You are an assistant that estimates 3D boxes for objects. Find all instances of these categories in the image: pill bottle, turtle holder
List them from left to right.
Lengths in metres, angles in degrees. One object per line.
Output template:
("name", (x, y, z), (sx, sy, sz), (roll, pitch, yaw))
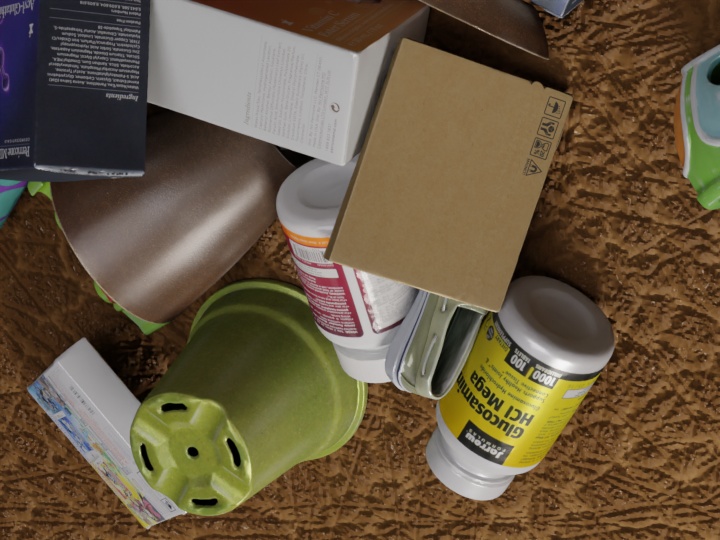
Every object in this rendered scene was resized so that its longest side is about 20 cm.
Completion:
("pill bottle", (0.000, 0.000, 1.672), (0.110, 0.110, 0.200), (5, 134, 25))
("pill bottle", (0.138, 0.111, 1.676), (0.112, 0.112, 0.200), (34, 124, 9))
("turtle holder", (0.330, -0.127, 1.449), (0.186, 0.141, 0.132), (-33, 79, 44))

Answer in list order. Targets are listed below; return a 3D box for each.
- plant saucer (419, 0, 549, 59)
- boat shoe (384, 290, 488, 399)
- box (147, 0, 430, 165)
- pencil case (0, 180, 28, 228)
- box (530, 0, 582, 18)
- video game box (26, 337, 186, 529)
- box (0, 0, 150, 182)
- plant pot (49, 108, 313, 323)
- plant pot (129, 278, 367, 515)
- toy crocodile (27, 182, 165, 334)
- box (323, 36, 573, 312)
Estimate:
("plant saucer", (0.071, -0.230, 1.508), (0.200, 0.200, 0.037), (29, 101, 12))
("boat shoe", (0.091, 0.022, 1.644), (0.062, 0.072, 0.200), (27, 95, 44))
("box", (-0.065, -0.191, 1.608), (0.200, 0.152, 0.106), (19, 121, 17))
("pencil case", (-0.360, -0.124, 1.833), (0.092, 0.085, 0.200), (34, 125, -8))
("box", (0.148, -0.328, 1.461), (0.148, 0.107, 0.200), (29, 123, 13))
("video game box", (-0.249, 0.170, 1.894), (0.200, 0.047, 0.182), (50, 155, -3))
("box", (-0.258, -0.177, 1.581), (0.148, 0.104, 0.200), (-1, 87, 56))
("plant pot", (-0.149, -0.080, 1.706), (0.200, 0.187, 0.187), (-32, 97, 20))
("plant pot", (-0.120, 0.135, 1.776), (0.200, 0.184, 0.200), (11, 118, 22))
("toy crocodile", (-0.256, -0.023, 1.843), (0.068, 0.062, 0.200), (-24, 102, 34))
("box", (0.076, -0.080, 1.575), (0.163, 0.021, 0.200), (17, 96, -16))
